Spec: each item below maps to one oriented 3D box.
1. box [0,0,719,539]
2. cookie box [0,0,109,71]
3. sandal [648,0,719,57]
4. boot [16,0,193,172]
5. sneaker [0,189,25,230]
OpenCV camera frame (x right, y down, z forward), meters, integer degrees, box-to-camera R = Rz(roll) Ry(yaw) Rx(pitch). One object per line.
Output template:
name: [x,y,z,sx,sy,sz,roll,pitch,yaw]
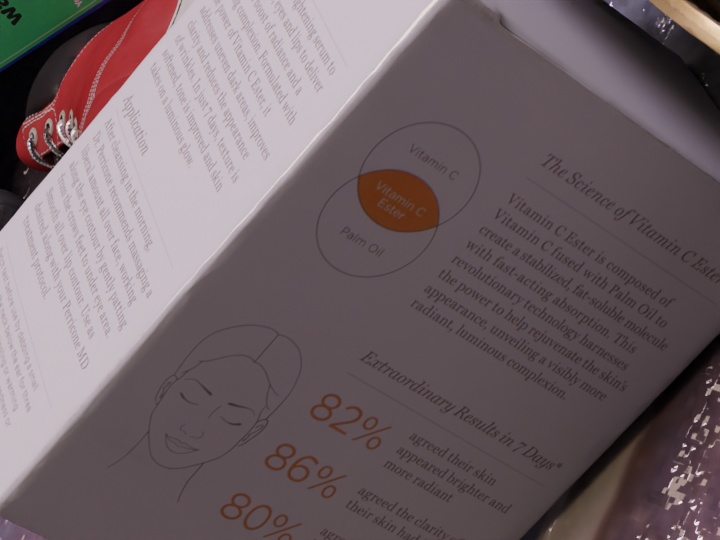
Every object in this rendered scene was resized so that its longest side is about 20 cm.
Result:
box: [0.000,0.000,0.750,0.200,0.152,0.106,-47,35,17]
cookie box: [-0.125,-0.179,1.062,0.200,0.075,0.172,-32,34,16]
sandal: [0.107,-0.097,0.720,0.212,0.078,0.070,40,99,40]
boot: [-0.093,-0.039,0.961,0.144,0.072,0.200,-29,29,38]
sneaker: [-0.194,-0.038,1.100,0.200,0.074,0.080,10,71,54]
